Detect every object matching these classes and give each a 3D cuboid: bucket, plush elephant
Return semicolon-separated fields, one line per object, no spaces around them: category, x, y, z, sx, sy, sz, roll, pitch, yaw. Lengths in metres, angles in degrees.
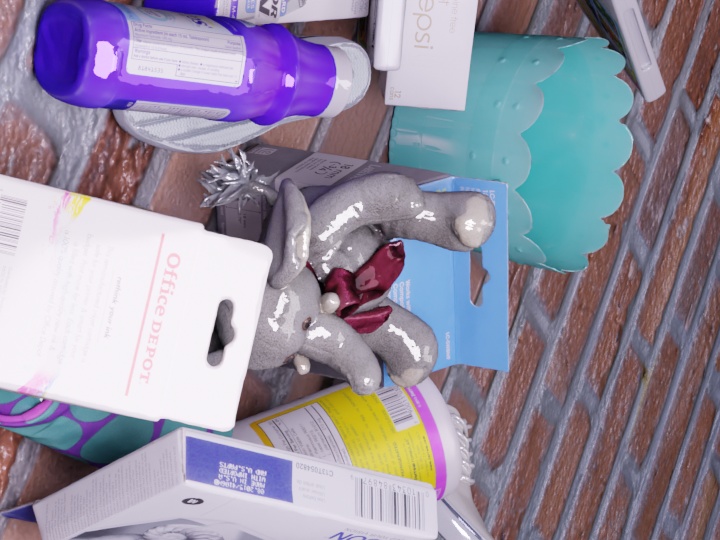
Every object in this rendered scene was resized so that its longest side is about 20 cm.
bucket;0.122;-0.100;1.773;0.207;0.135;0.208;-27;121;-55
plush elephant;-0.029;0.016;1.377;0.165;0.200;0.155;-59;-173;39

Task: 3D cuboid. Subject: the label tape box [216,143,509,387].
label tape box;0.000;0.000;1.513;0.063;0.200;0.145;-34;128;-53

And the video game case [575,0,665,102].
video game case;0.181;-0.257;1.794;0.024;0.200;0.182;-30;147;2

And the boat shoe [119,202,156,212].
boat shoe;-0.149;-0.007;1.373;0.200;0.072;0.072;13;88;-63

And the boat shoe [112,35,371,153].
boat shoe;-0.088;-0.120;1.454;0.200;0.067;0.074;-7;107;-37

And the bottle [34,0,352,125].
bottle;-0.098;-0.126;1.347;0.200;0.083;0.065;4;100;-35

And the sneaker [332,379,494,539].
sneaker;0.056;0.139;1.668;0.071;0.200;0.073;-36;157;1

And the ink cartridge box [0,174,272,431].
ink cartridge box;-0.161;0.017;1.236;0.067;0.200;0.117;176;-72;-76

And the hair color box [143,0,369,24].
hair color box;-0.063;-0.224;1.469;0.200;0.065;0.110;-17;115;-61

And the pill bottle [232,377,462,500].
pill bottle;-0.037;0.142;1.527;0.200;0.104;0.104;-19;122;-20

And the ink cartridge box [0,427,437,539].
ink cartridge box;-0.090;0.158;1.343;0.199;0.200;0.041;16;61;-37

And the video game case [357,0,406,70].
video game case;0.021;-0.250;1.559;0.182;0.022;0.201;-111;-155;-79

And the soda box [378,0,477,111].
soda box;0.056;-0.224;1.623;0.068;0.063;0.200;-100;-166;-71

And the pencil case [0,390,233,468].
pencil case;-0.162;0.075;1.365;0.200;0.085;0.093;32;32;-59
